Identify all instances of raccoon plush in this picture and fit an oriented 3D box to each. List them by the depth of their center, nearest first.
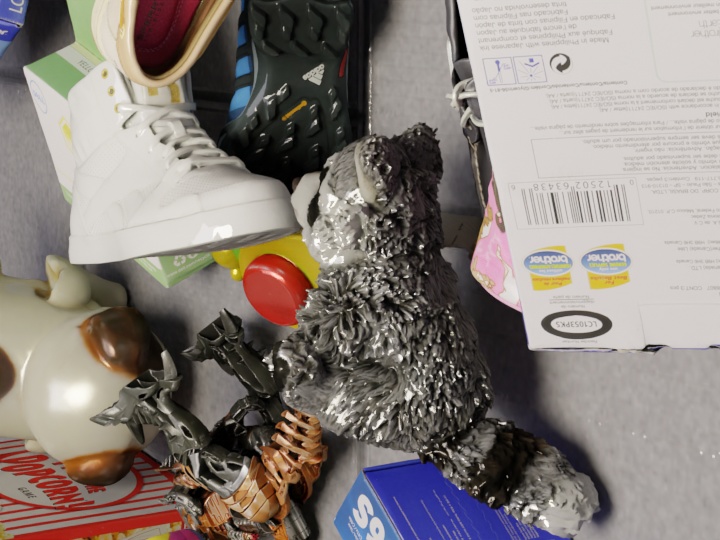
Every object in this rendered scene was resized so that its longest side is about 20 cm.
[{"bbox_3d":[0.048,0.019,0.986,0.135,0.199,0.097,-64,0,18],"label":"raccoon plush"}]

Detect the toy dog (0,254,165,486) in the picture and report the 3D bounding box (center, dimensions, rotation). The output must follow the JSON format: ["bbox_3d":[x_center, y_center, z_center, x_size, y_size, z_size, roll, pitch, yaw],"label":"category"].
[{"bbox_3d":[-0.208,0.052,1.296,0.199,0.194,0.141,16,95,19],"label":"toy dog"}]

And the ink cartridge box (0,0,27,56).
[{"bbox_3d":[-0.257,-0.202,1.342,0.200,0.076,0.137,143,137,-63],"label":"ink cartridge box"}]

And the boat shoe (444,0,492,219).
[{"bbox_3d":[0.057,-0.090,0.979,0.072,0.062,0.202,-10,88,53],"label":"boat shoe"}]

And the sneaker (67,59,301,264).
[{"bbox_3d":[-0.102,-0.064,1.083,0.199,0.073,0.117,-3,91,55],"label":"sneaker"}]

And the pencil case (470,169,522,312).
[{"bbox_3d":[0.107,-0.073,0.891,0.086,0.082,0.201,30,120,35],"label":"pencil case"}]

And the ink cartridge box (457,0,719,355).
[{"bbox_3d":[0.123,-0.043,0.794,0.135,0.076,0.201,-1,121,23],"label":"ink cartridge box"}]

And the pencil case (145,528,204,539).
[{"bbox_3d":[-0.069,0.234,1.162,0.200,0.088,0.089,46,131,26],"label":"pencil case"}]

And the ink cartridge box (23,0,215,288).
[{"bbox_3d":[-0.154,-0.106,1.239,0.145,0.048,0.201,38,150,48],"label":"ink cartridge box"}]

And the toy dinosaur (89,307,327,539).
[{"bbox_3d":[-0.064,0.098,1.180,0.136,0.102,0.200,51,125,4],"label":"toy dinosaur"}]

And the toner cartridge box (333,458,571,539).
[{"bbox_3d":[0.074,0.176,0.967,0.201,0.094,0.043,59,139,33],"label":"toner cartridge box"}]

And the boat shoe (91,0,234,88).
[{"bbox_3d":[-0.072,-0.181,1.025,0.201,0.073,0.069,-68,27,17],"label":"boat shoe"}]

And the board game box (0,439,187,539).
[{"bbox_3d":[-0.212,0.154,1.287,0.151,0.199,0.047,25,114,51],"label":"board game box"}]

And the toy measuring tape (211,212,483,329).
[{"bbox_3d":[0.000,0.000,1.087,0.199,0.073,0.074,5,99,39],"label":"toy measuring tape"}]

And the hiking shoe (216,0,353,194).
[{"bbox_3d":[-0.035,-0.108,1.125,0.087,0.074,0.201,-89,10,-51],"label":"hiking shoe"}]
